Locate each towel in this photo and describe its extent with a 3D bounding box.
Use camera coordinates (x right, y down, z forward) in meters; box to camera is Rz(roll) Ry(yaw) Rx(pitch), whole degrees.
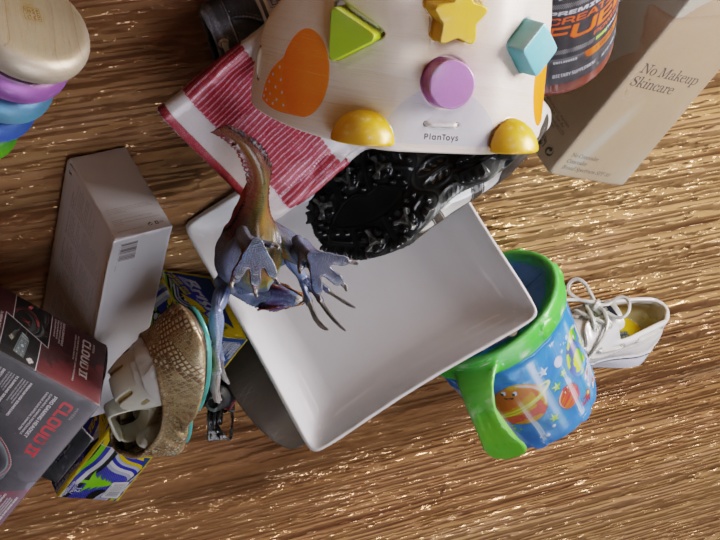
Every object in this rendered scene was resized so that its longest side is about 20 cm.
[{"bbox_3d":[-0.020,-0.127,1.337,0.200,0.023,0.144,-37,138,5],"label":"towel"}]

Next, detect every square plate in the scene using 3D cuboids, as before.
[{"bbox_3d":[0.000,0.000,1.484,0.198,0.201,0.028,-32,170,7],"label":"square plate"}]

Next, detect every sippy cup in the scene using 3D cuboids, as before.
[{"bbox_3d":[0.132,0.075,1.688,0.178,0.139,0.131,-46,124,-19],"label":"sippy cup"}]

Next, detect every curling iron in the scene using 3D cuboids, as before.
[{"bbox_3d":[-0.111,0.109,1.604,0.025,0.050,0.200,2,173,-4],"label":"curling iron"}]

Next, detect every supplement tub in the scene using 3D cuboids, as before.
[{"bbox_3d":[0.126,-0.216,1.362,0.107,0.107,0.200,-24,150,-10],"label":"supplement tub"}]

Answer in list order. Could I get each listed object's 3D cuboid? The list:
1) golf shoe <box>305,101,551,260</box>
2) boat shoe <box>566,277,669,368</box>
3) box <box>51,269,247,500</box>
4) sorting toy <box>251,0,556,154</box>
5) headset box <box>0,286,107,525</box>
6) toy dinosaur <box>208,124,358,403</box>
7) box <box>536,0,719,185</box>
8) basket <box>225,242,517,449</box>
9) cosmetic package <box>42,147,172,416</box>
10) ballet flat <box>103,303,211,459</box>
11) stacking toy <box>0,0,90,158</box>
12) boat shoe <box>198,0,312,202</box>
[{"bbox_3d":[0.054,-0.066,1.429,0.200,0.078,0.094,-27,172,30],"label":"golf shoe"},{"bbox_3d":[0.212,0.050,1.824,0.201,0.075,0.086,-1,138,-40],"label":"boat shoe"},{"bbox_3d":[-0.176,0.093,1.578,0.064,0.070,0.200,11,129,-43],"label":"box"},{"bbox_3d":[0.047,-0.171,1.250,0.199,0.107,0.181,1,111,-18],"label":"sorting toy"},{"bbox_3d":[-0.283,0.084,1.399,0.200,0.075,0.149,32,117,-21],"label":"headset box"},{"bbox_3d":[-0.062,-0.011,1.386,0.105,0.181,0.201,-8,100,-16],"label":"toy dinosaur"},{"bbox_3d":[0.213,-0.166,1.532,0.095,0.078,0.200,5,133,-41],"label":"box"},{"bbox_3d":[-0.004,0.043,1.595,0.200,0.136,0.180,-36,131,16],"label":"basket"},{"bbox_3d":[-0.187,0.012,1.451,0.050,0.083,0.200,-16,145,-29],"label":"cosmetic package"},{"bbox_3d":[-0.149,0.088,1.428,0.065,0.071,0.200,-16,154,-18],"label":"ballet flat"},{"bbox_3d":[-0.250,-0.095,1.274,0.085,0.086,0.200,2,143,-39],"label":"stacking toy"},{"bbox_3d":[-0.075,-0.113,1.381,0.068,0.072,0.200,-23,144,-14],"label":"boat shoe"}]
